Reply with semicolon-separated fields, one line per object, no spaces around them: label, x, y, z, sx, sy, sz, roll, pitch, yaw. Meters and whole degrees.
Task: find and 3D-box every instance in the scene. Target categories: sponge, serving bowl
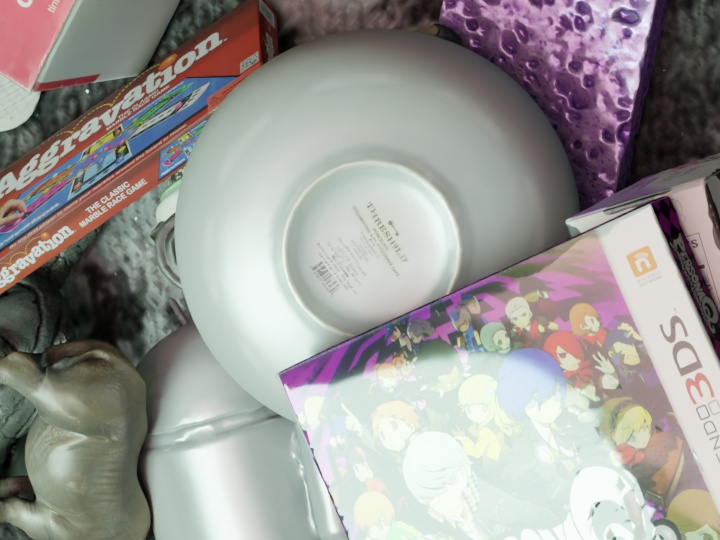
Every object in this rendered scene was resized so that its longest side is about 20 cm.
sponge;0.095;-0.125;1.343;0.111;0.030;0.201;15;105;17
serving bowl;0.007;-0.013;1.276;0.198;0.066;0.202;0;98;3

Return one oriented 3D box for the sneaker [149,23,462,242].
sneaker;-0.036;-0.085;1.369;0.199;0.077;0.089;-30;60;28

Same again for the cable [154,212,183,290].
cable;0.000;0.000;1.345;0.198;0.050;0.098;-8;94;12

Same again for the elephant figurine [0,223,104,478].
elephant figurine;-0.205;0.065;1.422;0.200;0.141;0.156;-34;81;25

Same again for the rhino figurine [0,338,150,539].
rhino figurine;-0.150;0.116;1.359;0.087;0.060;0.201;-1;125;-5

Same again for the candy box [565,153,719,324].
candy box;0.175;0.050;1.269;0.071;0.168;0.201;-16;92;20

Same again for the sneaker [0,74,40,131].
sneaker;-0.262;-0.141;1.455;0.199;0.082;0.074;32;91;-10

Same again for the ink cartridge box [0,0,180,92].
ink cartridge box;-0.200;-0.181;1.377;0.199;0.145;0.084;33;108;12

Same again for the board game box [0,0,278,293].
board game box;-0.126;-0.062;1.384;0.199;0.103;0.019;-34;115;14

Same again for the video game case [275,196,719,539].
video game case;0.084;0.089;1.200;0.199;0.036;0.182;-24;88;22

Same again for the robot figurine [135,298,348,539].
robot figurine;-0.057;0.109;1.393;0.169;0.113;0.201;-10;97;50
